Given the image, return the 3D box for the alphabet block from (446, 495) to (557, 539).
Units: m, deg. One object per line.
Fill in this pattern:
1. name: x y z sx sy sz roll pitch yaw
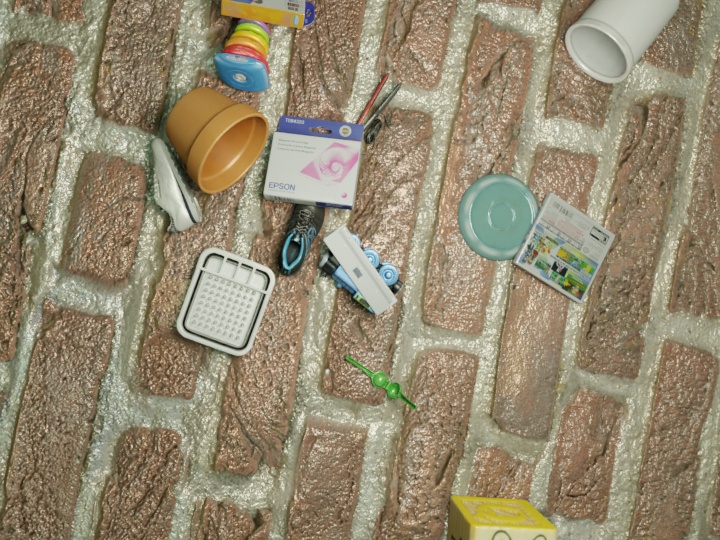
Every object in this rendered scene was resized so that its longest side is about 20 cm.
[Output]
1. alphabet block: 0.295 0.619 1.449 0.192 0.196 0.203 6 89 -8

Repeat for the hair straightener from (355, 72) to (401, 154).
1. hair straightener: 0.037 -0.337 1.502 0.076 0.041 0.201 32 86 -5

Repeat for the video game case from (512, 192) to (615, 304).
1. video game case: 0.471 -0.050 1.551 0.198 0.022 0.184 30 86 -15

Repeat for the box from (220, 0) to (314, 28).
1. box: -0.194 -0.580 1.442 0.197 0.042 0.120 5 52 -10

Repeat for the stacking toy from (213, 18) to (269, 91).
1. stacking toy: -0.235 -0.502 1.452 0.114 0.110 0.203 11 73 2

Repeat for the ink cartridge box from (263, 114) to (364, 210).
1. ink cartridge box: -0.098 -0.241 1.450 0.193 0.043 0.203 6 78 3

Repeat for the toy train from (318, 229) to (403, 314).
1. toy train: -0.003 0.002 1.474 0.199 0.087 0.115 38 91 -5

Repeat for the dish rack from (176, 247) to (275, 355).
1. dish rack: -0.290 0.067 1.457 0.169 0.044 0.203 20 87 -7

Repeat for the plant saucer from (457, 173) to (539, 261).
1. plant saucer: 0.322 -0.123 1.544 0.197 0.027 0.204 0 90 -7

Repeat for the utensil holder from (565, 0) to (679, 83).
1. utensil holder: 0.590 -0.556 1.511 0.170 0.170 0.200 42 84 -5

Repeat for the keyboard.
1. keyboard: 0.000 0.000 1.431 0.056 0.011 0.201 -34 96 14

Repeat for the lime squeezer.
1. lime squeezer: 0.050 0.254 1.490 0.199 0.070 0.038 34 103 24

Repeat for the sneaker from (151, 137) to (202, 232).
1. sneaker: -0.410 -0.182 1.432 0.080 0.076 0.202 -22 91 3

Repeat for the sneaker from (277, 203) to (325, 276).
1. sneaker: -0.124 -0.085 1.459 0.072 0.082 0.203 17 86 -4

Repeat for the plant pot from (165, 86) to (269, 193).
1. plant pot: -0.306 -0.282 1.393 0.140 0.200 0.200 41 85 11
